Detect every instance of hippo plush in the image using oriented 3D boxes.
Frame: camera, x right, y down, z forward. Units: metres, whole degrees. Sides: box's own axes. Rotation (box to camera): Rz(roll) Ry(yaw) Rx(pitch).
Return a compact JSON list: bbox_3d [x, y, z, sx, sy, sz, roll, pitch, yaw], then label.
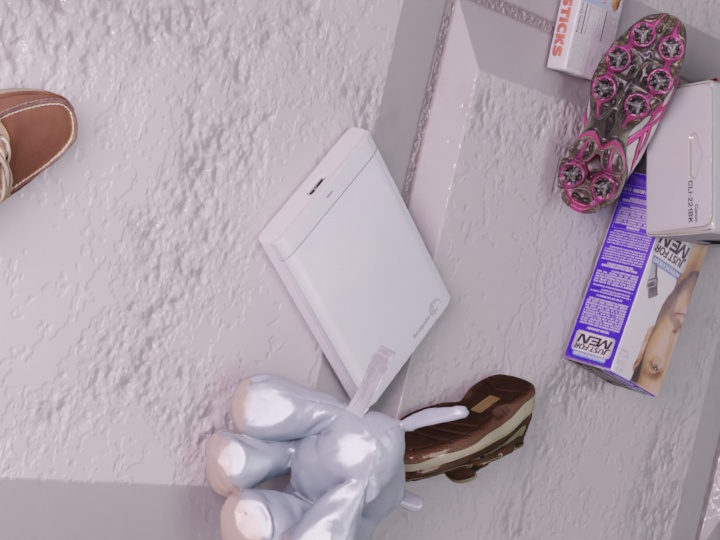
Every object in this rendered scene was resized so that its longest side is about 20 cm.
[{"bbox_3d":[-0.030,0.153,1.397,0.200,0.159,0.161,-52,167,-5],"label":"hippo plush"}]

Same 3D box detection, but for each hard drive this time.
[{"bbox_3d":[0.000,0.000,1.442,0.132,0.027,0.201,-51,135,-26],"label":"hard drive"}]

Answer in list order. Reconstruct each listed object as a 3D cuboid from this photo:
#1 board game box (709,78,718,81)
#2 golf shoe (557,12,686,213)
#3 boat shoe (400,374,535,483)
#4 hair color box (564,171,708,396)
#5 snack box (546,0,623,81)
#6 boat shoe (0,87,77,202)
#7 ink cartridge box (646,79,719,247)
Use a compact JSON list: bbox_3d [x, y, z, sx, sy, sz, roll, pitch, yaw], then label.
[{"bbox_3d":[0.384,-0.089,1.803,0.103,0.019,0.201,-47,119,-53],"label":"board game box"},{"bbox_3d":[0.247,-0.152,1.636,0.201,0.072,0.092,-64,167,18],"label":"golf shoe"},{"bbox_3d":[0.092,0.160,1.564,0.202,0.074,0.075,-19,121,-45],"label":"boat shoe"},{"bbox_3d":[0.284,0.015,1.750,0.109,0.065,0.201,27,82,-50],"label":"hair color box"},{"bbox_3d":[0.222,-0.280,1.618,0.072,0.024,0.202,9,95,-49],"label":"snack box"},{"bbox_3d":[-0.251,-0.058,1.097,0.200,0.071,0.076,-35,126,-38],"label":"boat shoe"},{"bbox_3d":[0.370,-0.097,1.703,0.199,0.083,0.146,7,82,-43],"label":"ink cartridge box"}]
